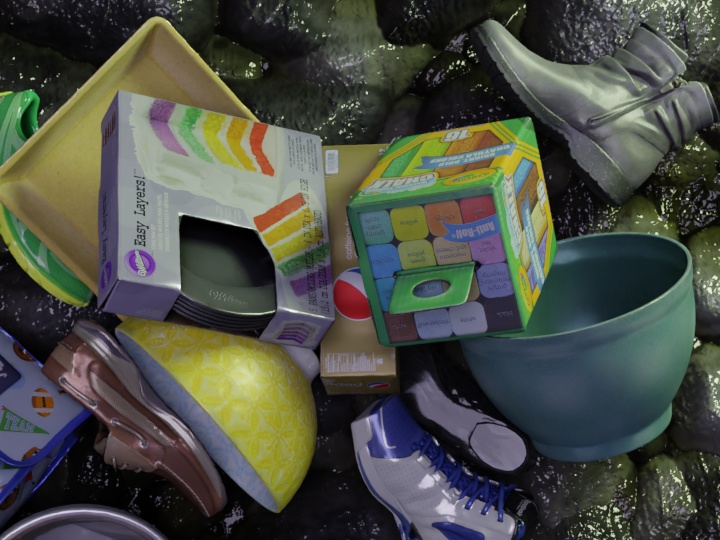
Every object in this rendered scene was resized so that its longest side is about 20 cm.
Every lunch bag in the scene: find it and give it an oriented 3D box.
[{"bbox_3d":[-0.348,0.140,1.610,0.170,0.124,0.200,41,76,5],"label":"lunch bag"}]

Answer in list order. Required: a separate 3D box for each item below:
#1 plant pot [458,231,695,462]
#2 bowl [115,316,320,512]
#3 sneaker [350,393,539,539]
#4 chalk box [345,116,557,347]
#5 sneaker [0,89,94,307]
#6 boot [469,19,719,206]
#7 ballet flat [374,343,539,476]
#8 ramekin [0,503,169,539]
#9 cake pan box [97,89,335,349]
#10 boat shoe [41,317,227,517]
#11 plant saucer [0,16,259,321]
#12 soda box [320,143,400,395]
[{"bbox_3d":[0.182,0.070,1.545,0.199,0.200,0.135,-15,110,4],"label":"plant pot"},{"bbox_3d":[-0.096,0.089,1.563,0.108,0.200,0.200,-41,85,-13],"label":"bowl"},{"bbox_3d":[0.081,0.185,1.569,0.115,0.081,0.200,-20,101,24],"label":"sneaker"},{"bbox_3d":[0.070,-0.023,1.492,0.124,0.200,0.125,-7,110,18],"label":"chalk box"},{"bbox_3d":[-0.271,-0.064,1.632,0.083,0.074,0.201,-25,85,7],"label":"sneaker"},{"bbox_3d":[0.196,-0.165,1.610,0.132,0.070,0.200,-44,96,-1],"label":"boot"},{"bbox_3d":[0.066,0.106,1.617,0.200,0.057,0.067,40,94,12],"label":"ballet flat"},{"bbox_3d":[-0.231,0.289,1.583,0.199,0.105,0.202,0,90,-8],"label":"ramekin"},{"bbox_3d":[-0.115,-0.037,1.517,0.183,0.052,0.201,11,51,-20],"label":"cake pan box"},{"bbox_3d":[-0.191,0.133,1.602,0.072,0.076,0.200,-41,98,-12],"label":"boat shoe"},{"bbox_3d":[-0.179,-0.078,1.604,0.200,0.048,0.200,-45,114,-4],"label":"plant saucer"},{"bbox_3d":[0.000,0.000,1.589,0.063,0.068,0.202,-1,73,4],"label":"soda box"}]
